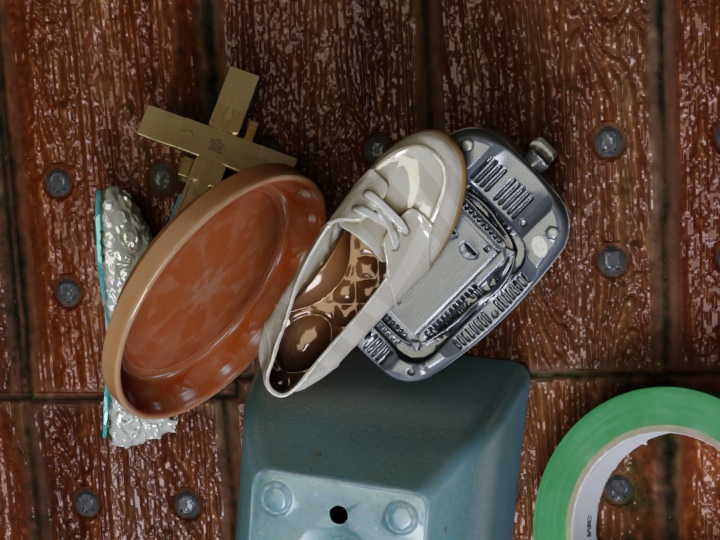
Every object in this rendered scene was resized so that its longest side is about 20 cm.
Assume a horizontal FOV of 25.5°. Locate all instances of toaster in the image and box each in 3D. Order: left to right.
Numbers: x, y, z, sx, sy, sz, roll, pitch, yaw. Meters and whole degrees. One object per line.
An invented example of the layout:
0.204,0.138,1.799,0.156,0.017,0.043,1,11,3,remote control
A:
0.057,-0.011,1.080,0.114,0.129,0.200,44,106,2,toaster

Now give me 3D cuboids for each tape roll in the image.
0.216,0.181,1.086,0.199,0.048,0.203,-2,86,31,tape roll

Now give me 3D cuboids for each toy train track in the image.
-0.116,-0.046,1.135,0.114,0.033,0.202,20,82,2,toy train track

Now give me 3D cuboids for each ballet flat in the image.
-0.161,0.033,1.174,0.071,0.072,0.202,5,108,11,ballet flat

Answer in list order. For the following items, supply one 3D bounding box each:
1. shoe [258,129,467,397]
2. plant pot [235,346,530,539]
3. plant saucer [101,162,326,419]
0.000,0.000,0.999,0.070,0.053,0.201,36,105,3,shoe
0.002,0.171,1.090,0.194,0.200,0.198,7,103,11,plant pot
-0.101,0.012,1.087,0.032,0.200,0.201,37,107,24,plant saucer
